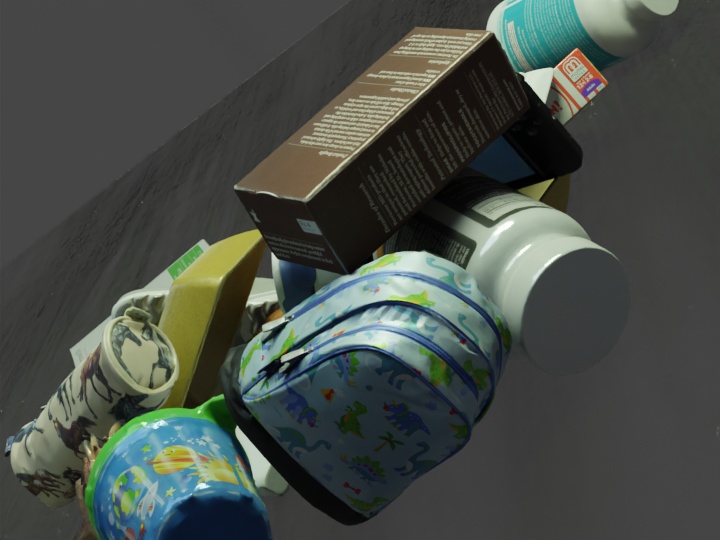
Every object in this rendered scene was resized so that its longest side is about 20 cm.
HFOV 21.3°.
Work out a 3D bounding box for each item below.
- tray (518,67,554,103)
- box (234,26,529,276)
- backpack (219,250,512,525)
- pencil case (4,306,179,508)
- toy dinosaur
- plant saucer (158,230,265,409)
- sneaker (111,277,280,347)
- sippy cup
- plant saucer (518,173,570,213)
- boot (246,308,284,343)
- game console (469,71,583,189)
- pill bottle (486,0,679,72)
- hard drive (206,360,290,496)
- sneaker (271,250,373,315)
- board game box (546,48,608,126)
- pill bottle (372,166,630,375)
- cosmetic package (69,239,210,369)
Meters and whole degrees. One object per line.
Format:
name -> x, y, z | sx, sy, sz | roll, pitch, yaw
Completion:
tray -> 0.079, -0.119, 1.697 | 0.199, 0.022, 0.108 | -25, 24, 29
box -> 0.017, -0.089, 1.376 | 0.200, 0.075, 0.100 | -41, 28, -22
backpack -> 0.013, 0.077, 1.310 | 0.200, 0.163, 0.154 | -39, 11, 23
pencil case -> -0.232, 0.119, 1.658 | 0.077, 0.090, 0.200 | 4, -38, -41
toy dinosaur -> -0.207, 0.190, 1.613 | 0.086, 0.136, 0.200 | -47, 16, -30
plant saucer -> -0.153, 0.065, 1.745 | 0.200, 0.048, 0.201 | -58, -12, -74
sneaker -> -0.151, 0.043, 1.883 | 0.198, 0.075, 0.082 | 1, 23, -22
sippy cup -> -0.130, 0.189, 1.461 | 0.139, 0.179, 0.130 | -7, 16, -20
plant saucer -> 0.082, 0.009, 1.624 | 0.199, 0.049, 0.200 | -23, 21, 46
boot -> -0.029, 0.042, 1.758 | 0.155, 0.074, 0.200 | -41, 16, -25
game console -> 0.055, -0.073, 1.547 | 0.199, 0.176, 0.117 | -16, 48, 32
pill bottle -> 0.228, -0.256, 1.941 | 0.199, 0.111, 0.111 | -22, 22, 49
hard drive -> -0.091, 0.129, 1.646 | 0.200, 0.026, 0.133 | -11, 54, 62
sneaker -> 0.000, 0.000, 1.618 | 0.114, 0.081, 0.199 | -5, 3, 10
board game box -> 0.141, -0.120, 1.789 | 0.151, 0.046, 0.200 | -42, 0, -12
pill bottle -> 0.101, -0.001, 1.393 | 0.116, 0.117, 0.200 | -41, 33, -11
cosmetic package -> -0.221, 0.067, 2.134 | 0.200, 0.085, 0.108 | -39, 17, -5
